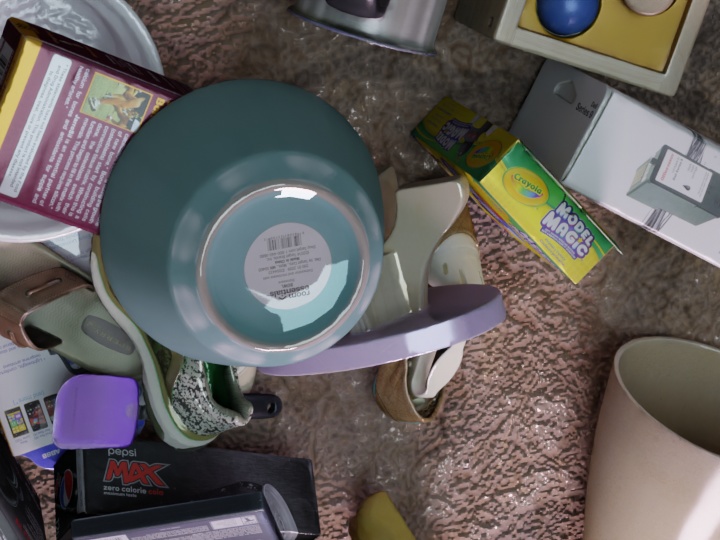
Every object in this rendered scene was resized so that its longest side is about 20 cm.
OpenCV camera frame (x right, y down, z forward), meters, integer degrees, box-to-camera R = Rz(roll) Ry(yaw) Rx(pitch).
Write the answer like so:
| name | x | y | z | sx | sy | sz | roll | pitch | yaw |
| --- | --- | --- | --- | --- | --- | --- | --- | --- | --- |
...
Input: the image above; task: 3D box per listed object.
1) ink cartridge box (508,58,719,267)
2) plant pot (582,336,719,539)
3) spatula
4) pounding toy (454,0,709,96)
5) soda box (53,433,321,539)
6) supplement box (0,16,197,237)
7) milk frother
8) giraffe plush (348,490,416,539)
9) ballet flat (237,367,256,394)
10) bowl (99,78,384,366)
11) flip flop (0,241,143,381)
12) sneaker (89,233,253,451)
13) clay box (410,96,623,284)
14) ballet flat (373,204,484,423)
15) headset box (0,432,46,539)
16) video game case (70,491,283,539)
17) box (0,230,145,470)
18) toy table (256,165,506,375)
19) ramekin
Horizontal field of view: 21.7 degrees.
| name | x | y | z | sx | sy | sz | roll | pitch | yaw |
| --- | --- | --- | --- | --- | --- | --- | --- | --- | --- |
| ink cartridge box | 0.229 | -0.078 | 1.466 | 0.200 | 0.146 | 0.084 | 26 | 98 | -20 |
| plant pot | 0.260 | 0.189 | 1.551 | 0.187 | 0.187 | 0.200 | 11 | 117 | -18 |
| spatula | -0.142 | 0.105 | 1.435 | 0.200 | 0.021 | 0.057 | 0 | 98 | -40 |
| pounding toy | 0.208 | -0.237 | 1.415 | 0.199 | 0.142 | 0.185 | 15 | 102 | -18 |
| soda box | -0.134 | 0.178 | 1.455 | 0.199 | 0.071 | 0.063 | 9 | 146 | -27 |
| supplement box | -0.162 | -0.082 | 1.283 | 0.199 | 0.086 | 0.111 | 20 | 99 | -23 |
| milk frother | -0.022 | -0.276 | 1.361 | 0.200 | 0.180 | 0.189 | 22 | 102 | 24 |
| giraffe plush | 0.003 | 0.300 | 1.488 | 0.162 | 0.200 | 0.173 | -32 | 113 | -3 |
| ballet flat | -0.114 | 0.024 | 1.446 | 0.069 | 0.069 | 0.201 | -11 | 109 | -12 |
| bowl | -0.064 | -0.017 | 1.233 | 0.200 | 0.105 | 0.202 | -5 | 108 | -16 |
| flip flop | -0.231 | 0.030 | 1.378 | 0.200 | 0.058 | 0.081 | 29 | 99 | -22 |
| sneaker | -0.127 | 0.035 | 1.376 | 0.077 | 0.088 | 0.201 | -33 | 106 | -43 |
| clay box | 0.116 | -0.060 | 1.411 | 0.048 | 0.200 | 0.115 | -45 | 111 | 1 |
| ballet flat | 0.061 | 0.031 | 1.489 | 0.068 | 0.072 | 0.201 | 7 | 104 | -37 |
| headset box | -0.292 | 0.166 | 1.367 | 0.077 | 0.200 | 0.149 | -28 | 110 | -5 |
| video game case | -0.128 | 0.222 | 1.441 | 0.142 | 0.019 | 0.200 | -9 | 152 | 3 |
| box | -0.235 | 0.051 | 1.436 | 0.119 | 0.041 | 0.201 | -18 | 112 | -9 |
| toy table | 0.000 | 0.000 | 1.402 | 0.199 | 0.184 | 0.118 | -12 | 103 | 11 |
| ramekin | -0.245 | -0.129 | 1.347 | 0.200 | 0.098 | 0.201 | -4 | 107 | -15 |
